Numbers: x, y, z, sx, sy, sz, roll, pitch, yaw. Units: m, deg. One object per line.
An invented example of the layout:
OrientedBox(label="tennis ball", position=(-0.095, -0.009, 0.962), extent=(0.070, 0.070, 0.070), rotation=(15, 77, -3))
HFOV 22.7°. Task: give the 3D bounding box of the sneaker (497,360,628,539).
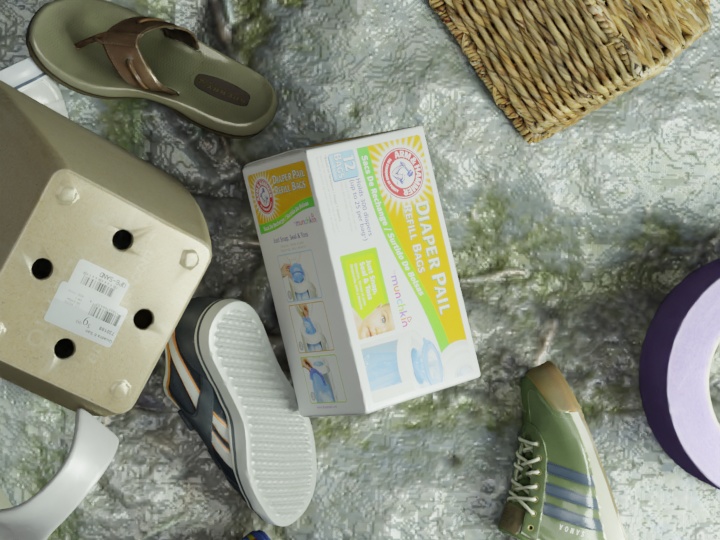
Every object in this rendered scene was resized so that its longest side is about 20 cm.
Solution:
OrientedBox(label="sneaker", position=(0.148, 0.180, 1.421), extent=(0.090, 0.067, 0.201), rotation=(-22, 97, -10))

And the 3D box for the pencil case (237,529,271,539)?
OrientedBox(label="pencil case", position=(-0.144, 0.275, 1.374), extent=(0.199, 0.078, 0.087), rotation=(-25, 77, -14))

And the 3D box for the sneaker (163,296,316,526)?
OrientedBox(label="sneaker", position=(-0.096, 0.105, 1.395), extent=(0.078, 0.079, 0.201), rotation=(-37, 122, -37))

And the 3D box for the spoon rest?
OrientedBox(label="spoon rest", position=(-0.257, 0.180, 1.279), extent=(0.200, 0.061, 0.099), rotation=(-40, 117, 17))

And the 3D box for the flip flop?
OrientedBox(label="flip flop", position=(-0.155, -0.160, 1.374), extent=(0.199, 0.058, 0.081), rotation=(22, 66, -8))

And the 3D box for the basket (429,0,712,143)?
OrientedBox(label="basket", position=(0.159, -0.230, 1.416), extent=(0.143, 0.149, 0.200), rotation=(-40, 96, -37))

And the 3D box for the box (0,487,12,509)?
OrientedBox(label="box", position=(-0.304, 0.192, 1.369), extent=(0.068, 0.082, 0.200), rotation=(-33, 93, -3))

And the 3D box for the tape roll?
OrientedBox(label="tape roll", position=(0.329, 0.086, 1.431), extent=(0.199, 0.085, 0.201), rotation=(0, 92, -5))

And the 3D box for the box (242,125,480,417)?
OrientedBox(label="box", position=(0.000, 0.000, 1.367), extent=(0.112, 0.101, 0.201), rotation=(-16, 94, -32))

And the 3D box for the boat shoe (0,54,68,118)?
OrientedBox(label="boat shoe", position=(-0.313, -0.083, 1.370), extent=(0.202, 0.075, 0.086), rotation=(-30, 98, -14))

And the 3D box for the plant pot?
OrientedBox(label="plant pot", position=(-0.219, -0.004, 1.291), extent=(0.199, 0.177, 0.200), rotation=(29, 88, -31))
